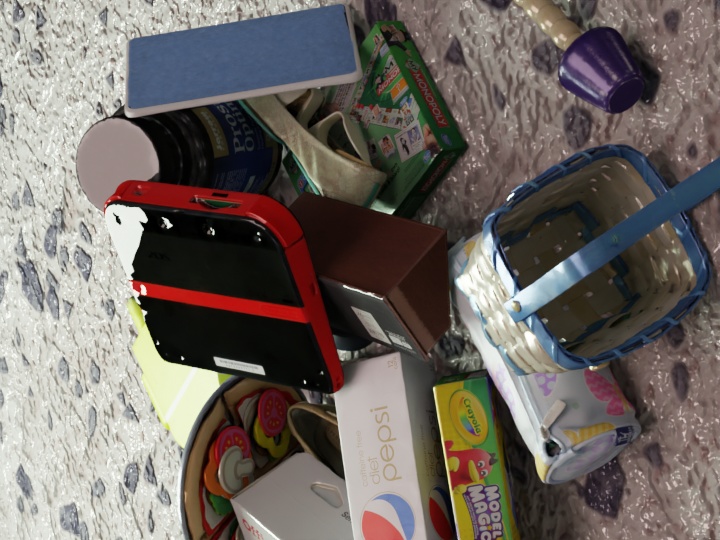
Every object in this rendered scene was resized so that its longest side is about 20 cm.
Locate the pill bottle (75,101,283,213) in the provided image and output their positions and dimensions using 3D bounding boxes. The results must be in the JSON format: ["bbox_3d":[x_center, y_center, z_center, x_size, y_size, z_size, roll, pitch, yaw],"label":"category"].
[{"bbox_3d":[-0.159,-0.100,1.602,0.111,0.200,0.112,5,101,24],"label":"pill bottle"}]

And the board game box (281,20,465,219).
[{"bbox_3d":[0.007,-0.100,1.581,0.200,0.029,0.135,-51,56,47],"label":"board game box"}]

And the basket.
[{"bbox_3d":[0.171,-0.015,1.259,0.139,0.176,0.200,56,153,9],"label":"basket"}]

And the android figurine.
[{"bbox_3d":[-0.165,0.087,1.776,0.200,0.041,0.182,58,139,26],"label":"android figurine"}]

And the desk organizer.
[{"bbox_3d":[0.000,0.000,1.457,0.200,0.077,0.072,18,150,52],"label":"desk organizer"}]

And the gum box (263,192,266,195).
[{"bbox_3d":[-0.133,0.017,1.788,0.200,0.044,0.170,-46,61,48],"label":"gum box"}]

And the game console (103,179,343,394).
[{"bbox_3d":[-0.112,0.012,1.476,0.199,0.031,0.177,9,131,37],"label":"game console"}]

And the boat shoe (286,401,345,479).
[{"bbox_3d":[0.007,0.178,1.598,0.073,0.063,0.201,-57,44,11],"label":"boat shoe"}]

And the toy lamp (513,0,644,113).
[{"bbox_3d":[0.138,-0.188,1.355,0.200,0.058,0.058,50,134,35],"label":"toy lamp"}]

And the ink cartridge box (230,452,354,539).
[{"bbox_3d":[-0.019,0.278,1.593,0.145,0.087,0.201,30,143,48],"label":"ink cartridge box"}]

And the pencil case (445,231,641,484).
[{"bbox_3d":[0.132,0.063,1.391,0.083,0.090,0.201,-51,56,43],"label":"pencil case"}]

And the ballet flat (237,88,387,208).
[{"bbox_3d":[-0.041,-0.123,1.581,0.062,0.067,0.200,-49,58,16],"label":"ballet flat"}]

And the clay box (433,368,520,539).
[{"bbox_3d":[0.098,0.183,1.452,0.115,0.047,0.201,-10,-91,-84],"label":"clay box"}]

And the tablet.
[{"bbox_3d":[-0.101,-0.178,1.552,0.130,0.199,0.014,-99,-1,-54],"label":"tablet"}]

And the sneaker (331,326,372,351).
[{"bbox_3d":[-0.030,0.041,1.591,0.200,0.070,0.082,-138,33,-60],"label":"sneaker"}]

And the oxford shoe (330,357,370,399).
[{"bbox_3d":[0.020,0.105,1.584,0.200,0.075,0.058,31,95,52],"label":"oxford shoe"}]

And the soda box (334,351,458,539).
[{"bbox_3d":[0.032,0.171,1.465,0.068,0.064,0.201,-15,75,27],"label":"soda box"}]

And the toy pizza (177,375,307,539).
[{"bbox_3d":[-0.091,0.187,1.645,0.032,0.200,0.201,5,102,35],"label":"toy pizza"}]
